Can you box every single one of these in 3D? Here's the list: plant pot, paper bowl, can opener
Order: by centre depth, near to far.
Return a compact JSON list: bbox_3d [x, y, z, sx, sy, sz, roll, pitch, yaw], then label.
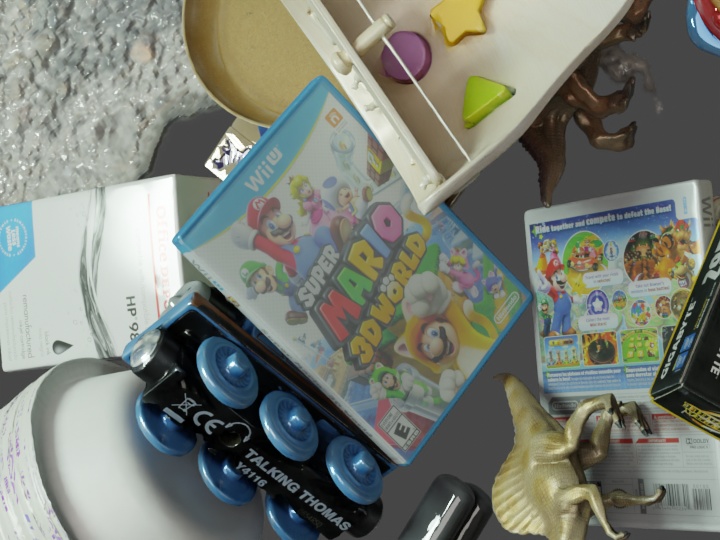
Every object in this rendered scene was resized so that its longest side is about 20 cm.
[{"bbox_3d":[-0.140,0.145,0.917,0.104,0.200,0.202,-35,79,21],"label":"paper bowl"},{"bbox_3d":[0.008,0.217,0.949,0.067,0.053,0.201,32,92,39],"label":"can opener"},{"bbox_3d":[-0.025,-0.182,0.965,0.197,0.027,0.203,-6,70,18],"label":"plant pot"}]

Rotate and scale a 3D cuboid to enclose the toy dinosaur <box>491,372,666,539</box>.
[{"bbox_3d":[0.118,0.109,0.858,0.100,0.058,0.202,-32,43,21],"label":"toy dinosaur"}]

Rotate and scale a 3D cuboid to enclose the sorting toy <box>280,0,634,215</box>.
[{"bbox_3d":[0.060,-0.159,0.850,0.179,0.107,0.201,-35,78,6],"label":"sorting toy"}]

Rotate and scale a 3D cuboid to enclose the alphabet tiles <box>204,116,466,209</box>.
[{"bbox_3d":[-0.029,-0.051,0.986,0.167,0.008,0.201,38,97,18],"label":"alphabet tiles"}]

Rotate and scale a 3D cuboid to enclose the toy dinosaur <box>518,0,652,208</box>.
[{"bbox_3d":[0.116,-0.146,0.914,0.134,0.086,0.203,14,97,17],"label":"toy dinosaur"}]

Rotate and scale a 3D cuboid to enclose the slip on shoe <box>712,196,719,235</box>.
[{"bbox_3d":[0.215,0.057,0.891,0.061,0.073,0.203,-2,94,52],"label":"slip on shoe"}]

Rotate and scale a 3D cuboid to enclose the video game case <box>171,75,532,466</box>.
[{"bbox_3d":[0.000,0.000,0.894,0.200,0.018,0.144,45,69,-12],"label":"video game case"}]

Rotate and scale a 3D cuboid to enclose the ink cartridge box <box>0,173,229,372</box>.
[{"bbox_3d":[-0.152,0.000,0.987,0.197,0.066,0.118,-9,85,26],"label":"ink cartridge box"}]

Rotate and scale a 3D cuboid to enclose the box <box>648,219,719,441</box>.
[{"bbox_3d":[0.271,0.019,0.814,0.158,0.049,0.202,28,72,-6],"label":"box"}]

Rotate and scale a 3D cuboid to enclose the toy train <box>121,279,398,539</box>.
[{"bbox_3d":[-0.059,0.086,0.903,0.086,0.115,0.199,-37,116,27],"label":"toy train"}]

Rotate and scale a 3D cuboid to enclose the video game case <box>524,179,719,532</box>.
[{"bbox_3d":[0.164,0.055,0.887,0.142,0.018,0.203,-9,85,51],"label":"video game case"}]

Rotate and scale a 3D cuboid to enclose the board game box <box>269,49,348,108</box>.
[{"bbox_3d":[-0.007,-0.050,0.960,0.094,0.030,0.203,-8,83,18],"label":"board game box"}]

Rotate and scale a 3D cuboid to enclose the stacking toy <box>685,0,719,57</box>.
[{"bbox_3d":[0.235,-0.184,0.815,0.108,0.200,0.118,18,94,17],"label":"stacking toy"}]
